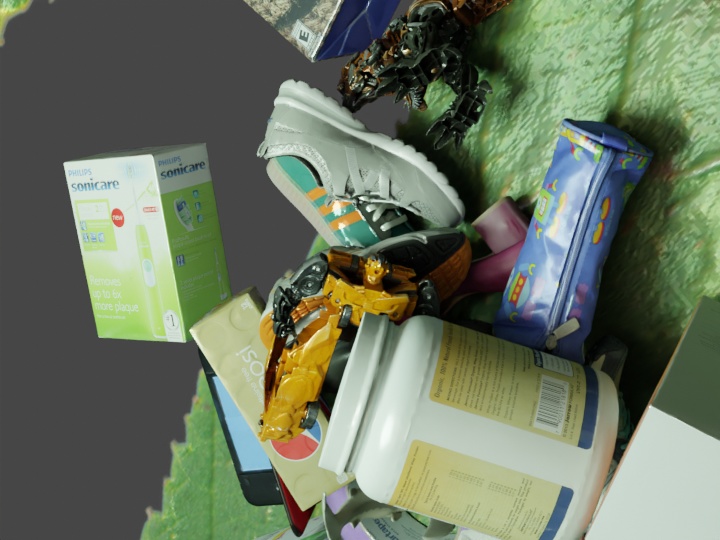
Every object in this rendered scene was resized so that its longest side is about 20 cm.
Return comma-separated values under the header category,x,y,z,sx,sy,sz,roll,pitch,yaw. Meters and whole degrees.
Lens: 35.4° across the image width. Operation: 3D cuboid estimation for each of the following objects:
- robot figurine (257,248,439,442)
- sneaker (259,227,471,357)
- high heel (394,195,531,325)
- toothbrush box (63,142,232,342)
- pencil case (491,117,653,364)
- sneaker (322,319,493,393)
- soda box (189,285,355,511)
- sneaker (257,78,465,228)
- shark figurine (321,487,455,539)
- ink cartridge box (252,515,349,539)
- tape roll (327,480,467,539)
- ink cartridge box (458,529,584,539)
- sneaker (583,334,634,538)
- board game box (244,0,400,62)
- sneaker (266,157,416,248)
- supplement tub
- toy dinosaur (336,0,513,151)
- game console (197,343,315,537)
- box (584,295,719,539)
category,x,y,z,sx,sy,sz,roll,pitch,yaw
robot figurine,-0.015,0.066,0.944,0.144,0.058,0.201,14,120,-12
sneaker,0.000,0.000,0.993,0.198,0.092,0.076,-22,122,9
high heel,0.097,0.031,1.011,0.096,0.067,0.200,54,128,16
toothbrush box,-0.229,-0.031,1.233,0.145,0.086,0.202,1,104,37
pencil case,0.168,-0.019,0.900,0.077,0.087,0.202,16,100,-7
sneaker,0.040,0.100,1.017,0.198,0.076,0.092,-9,58,31
soda box,-0.077,0.117,1.057,0.067,0.064,0.201,-31,96,3
sneaker,0.000,-0.085,1.004,0.199,0.075,0.082,31,86,-4
shark figurine,0.039,0.176,0.961,0.128,0.213,0.091,23,114,58
ink cartridge box,-0.081,0.331,1.196,0.199,0.145,0.088,-30,85,40
tape roll,0.057,0.209,1.102,0.199,0.065,0.202,14,113,34
ink cartridge box,0.157,0.332,1.018,0.115,0.068,0.202,-5,119,23
sneaker,0.212,0.147,0.969,0.086,0.078,0.202,18,122,19
board game box,-0.048,-0.311,0.994,0.200,0.097,0.160,43,126,18
sneaker,-0.007,-0.073,1.056,0.200,0.071,0.080,42,129,21
supplement tub,0.079,0.118,0.852,0.198,0.145,0.146,18,119,0
toy dinosaur,0.057,-0.191,0.951,0.200,0.101,0.137,-51,29,42
game console,-0.120,0.170,1.191,0.171,0.118,0.202,-13,96,39
box,0.253,0.124,0.826,0.097,0.200,0.125,26,119,16
